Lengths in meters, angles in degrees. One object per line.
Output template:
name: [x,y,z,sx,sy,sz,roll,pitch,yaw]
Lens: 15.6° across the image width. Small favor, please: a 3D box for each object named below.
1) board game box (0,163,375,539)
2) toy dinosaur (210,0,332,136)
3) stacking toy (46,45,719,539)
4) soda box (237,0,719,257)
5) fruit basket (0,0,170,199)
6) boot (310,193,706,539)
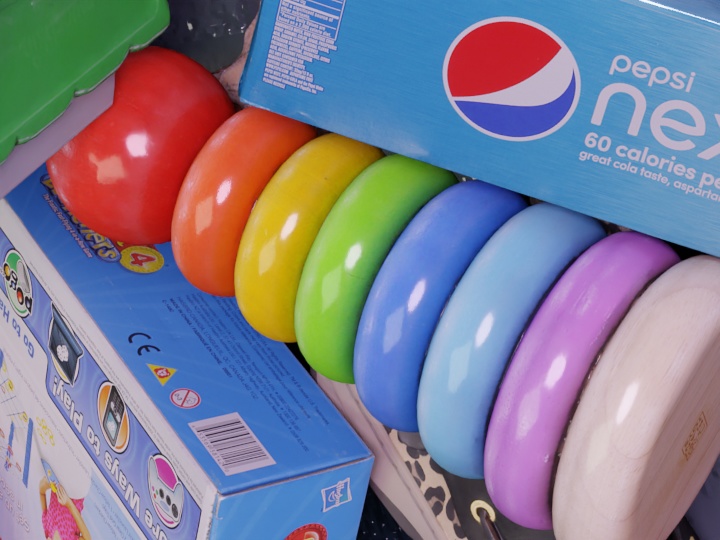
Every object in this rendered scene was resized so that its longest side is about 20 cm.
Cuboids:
board game box: [-0.082,0.082,0.879,0.200,0.056,0.197,49,139,41]
toy dinosaur: [0.024,-0.119,0.709,0.200,0.086,0.136,-37,84,42]
stacking toy: [0.000,0.000,0.686,0.199,0.085,0.086,26,127,22]
soda box: [0.076,-0.053,0.649,0.199,0.068,0.064,19,126,3]
fruit basket: [-0.157,-0.065,0.675,0.199,0.185,0.094,-5,115,28]
boot: [0.083,0.052,0.753,0.200,0.073,0.151,53,136,15]
